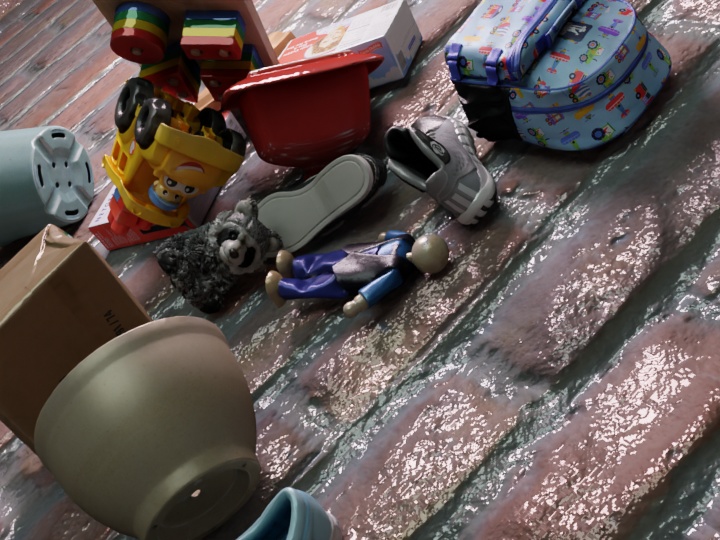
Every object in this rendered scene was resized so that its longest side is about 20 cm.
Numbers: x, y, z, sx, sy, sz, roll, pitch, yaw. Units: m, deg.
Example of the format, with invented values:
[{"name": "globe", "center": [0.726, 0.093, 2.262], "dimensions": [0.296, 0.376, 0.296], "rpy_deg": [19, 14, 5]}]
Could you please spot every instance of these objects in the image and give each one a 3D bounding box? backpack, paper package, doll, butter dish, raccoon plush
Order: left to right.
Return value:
[{"name": "paper package", "center": [-0.322, 0.088, 1.039], "dimensions": [0.103, 0.201, 0.191], "rpy_deg": [17, 58, 48]}, {"name": "raccoon plush", "center": [-0.172, -0.044, 1.144], "dimensions": [0.133, 0.097, 0.201], "rpy_deg": [-39, 36, 3]}, {"name": "butter dish", "center": [-0.063, -0.176, 1.183], "dimensions": [0.196, 0.151, 0.200], "rpy_deg": [-15, 5, -9]}, {"name": "doll", "center": [0.000, 0.000, 1.002], "dimensions": [0.197, 0.049, 0.137], "rpy_deg": [-10, 33, 23]}, {"name": "backpack", "center": [0.212, -0.219, 1.007], "dimensions": [0.183, 0.135, 0.199], "rpy_deg": [-48, 40, -16]}]

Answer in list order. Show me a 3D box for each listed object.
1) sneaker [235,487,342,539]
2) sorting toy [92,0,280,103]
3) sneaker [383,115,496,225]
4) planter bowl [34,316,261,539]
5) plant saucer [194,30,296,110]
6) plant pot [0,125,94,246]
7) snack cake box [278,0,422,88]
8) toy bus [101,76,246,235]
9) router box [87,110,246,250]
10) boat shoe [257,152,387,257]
[{"name": "sneaker", "center": [-0.099, 0.258, 0.758], "dimensions": [0.073, 0.082, 0.201], "rpy_deg": [9, 54, 46]}, {"name": "sorting toy", "center": [-0.221, -0.282, 1.230], "dimensions": [0.195, 0.200, 0.071], "rpy_deg": [3, 73, 10]}, {"name": "sneaker", "center": [0.067, -0.135, 1.031], "dimensions": [0.076, 0.114, 0.201], "rpy_deg": [-54, 32, 17]}, {"name": "planter bowl", "center": [-0.171, 0.162, 0.860], "dimensions": [0.199, 0.201, 0.135], "rpy_deg": [-39, 62, -5]}, {"name": "plant saucer", "center": [-0.182, -0.301, 1.462], "dimensions": [0.199, 0.032, 0.201], "rpy_deg": [-36, 17, 13]}, {"name": "plant pot", "center": [-0.537, -0.136, 1.497], "dimensions": [0.193, 0.202, 0.202], "rpy_deg": [-8, 42, 22]}, {"name": "snack cake box", "center": [-0.023, -0.296, 1.336], "dimensions": [0.197, 0.068, 0.116], "rpy_deg": [-12, 35, 30]}, {"name": "toy bus", "center": [-0.253, -0.122, 1.205], "dimensions": [0.194, 0.134, 0.200], "rpy_deg": [-62, 35, 10]}, {"name": "router box", "center": [-0.276, -0.129, 1.379], "dimensions": [0.177, 0.049, 0.202], "rpy_deg": [-11, 42, 31]}, {"name": "boat shoe", "center": [-0.053, -0.076, 1.123], "dimensions": [0.199, 0.075, 0.060], "rpy_deg": [-33, -10, 31]}]
